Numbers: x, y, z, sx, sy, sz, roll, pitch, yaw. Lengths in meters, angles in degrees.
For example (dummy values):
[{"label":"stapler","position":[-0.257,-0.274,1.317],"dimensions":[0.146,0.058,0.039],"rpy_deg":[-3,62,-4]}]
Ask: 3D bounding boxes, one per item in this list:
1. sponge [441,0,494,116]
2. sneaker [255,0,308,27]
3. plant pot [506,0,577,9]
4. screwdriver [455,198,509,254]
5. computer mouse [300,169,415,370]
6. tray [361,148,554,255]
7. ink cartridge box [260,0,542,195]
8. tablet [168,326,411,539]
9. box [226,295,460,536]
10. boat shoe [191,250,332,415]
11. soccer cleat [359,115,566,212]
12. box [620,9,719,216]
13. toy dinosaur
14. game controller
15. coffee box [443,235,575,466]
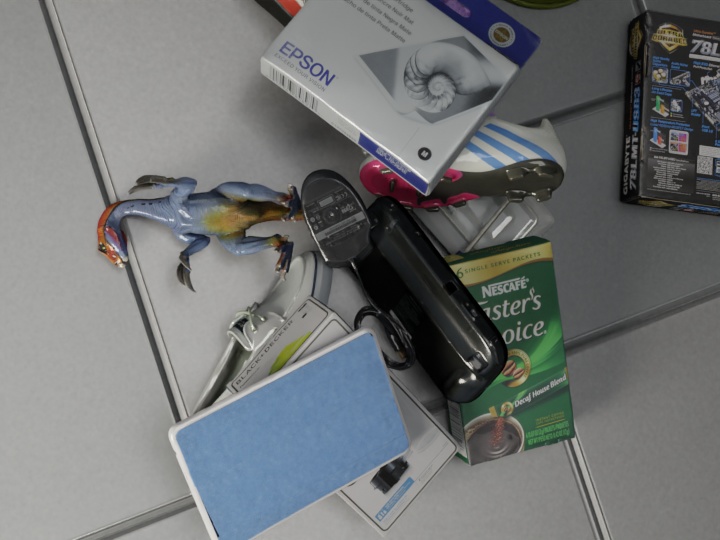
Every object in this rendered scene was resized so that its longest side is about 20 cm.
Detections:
[{"label":"sponge","position":[0.069,-0.220,1.200],"dimensions":[0.110,0.030,0.204],"rpy_deg":[-9,86,-15]},{"label":"sneaker","position":[-0.019,-0.259,1.161],"dimensions":[0.201,0.067,0.108],"rpy_deg":[46,78,-3]},{"label":"plant pot","position":[0.209,-0.387,1.170],"dimensions":[0.197,0.193,0.204],"rpy_deg":[2,83,-15]},{"label":"screwdriver","position":[0.109,-0.030,1.160],"dimensions":[0.029,0.028,0.201],"rpy_deg":[29,100,-41]},{"label":"computer mouse","position":[0.000,0.000,1.101],"dimensions":[0.058,0.034,0.203],"rpy_deg":[-22,97,10]},{"label":"tray","position":[0.102,-0.084,1.176],"dimensions":[0.107,0.022,0.200],"rpy_deg":[-45,105,-7]},{"label":"ink cartridge box","position":[0.042,-0.205,1.095],"dimensions":[0.198,0.041,0.201],"rpy_deg":[36,74,7]},{"label":"tablet","position":[-0.056,0.145,1.024],"dimensions":[0.198,0.014,0.132],"rpy_deg":[-26,113,-17]},{"label":"box","position":[-0.013,0.134,1.083],"dimensions":[0.117,0.060,0.200],"rpy_deg":[-46,117,-8]},{"label":"boat shoe","position":[-0.091,0.066,1.098],"dimensions":[0.066,0.073,0.203],"rpy_deg":[29,78,-29]},{"label":"soccer cleat","position":[0.097,-0.107,1.134],"dimensions":[0.196,0.070,0.087],"rpy_deg":[0,53,-1]},{"label":"box","position":[0.379,-0.162,1.265],"dimensions":[0.196,0.050,0.202],"rpy_deg":[5,82,-14]},{"label":"toy dinosaur","position":[-0.148,-0.039,1.114],"dimensions":[0.179,0.200,0.107],"rpy_deg":[8,99,19]},{"label":"game controller","position":[0.058,0.029,1.110],"dimensions":[0.042,0.105,0.201],"rpy_deg":[-26,71,-30]},{"label":"coffee box","position":[0.137,0.077,1.155],"dimensions":[0.121,0.044,0.204],"rpy_deg":[-11,101,-16]}]
